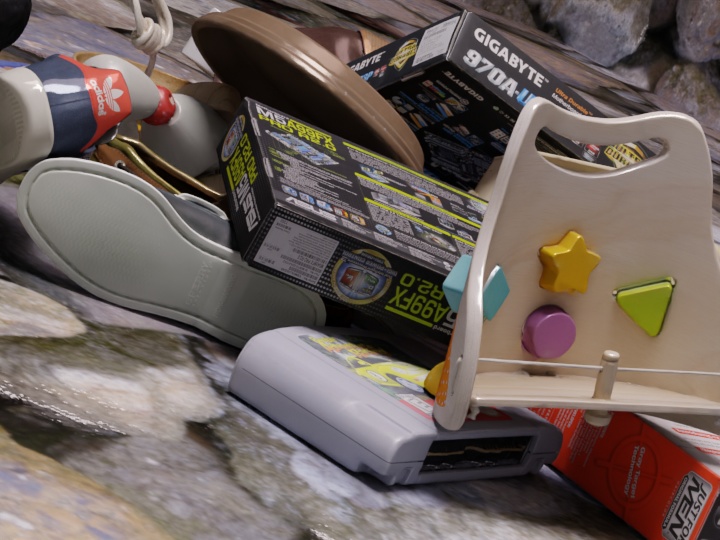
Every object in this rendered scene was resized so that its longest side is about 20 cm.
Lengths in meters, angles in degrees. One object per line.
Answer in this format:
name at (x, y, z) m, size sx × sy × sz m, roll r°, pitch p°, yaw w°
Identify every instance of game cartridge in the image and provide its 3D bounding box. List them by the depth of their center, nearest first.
game cartridge at (0.018, 0.076, 1.307) m, size 0.133 × 0.041 × 0.200 m, roll 26°, pitch 12°, yaw 30°

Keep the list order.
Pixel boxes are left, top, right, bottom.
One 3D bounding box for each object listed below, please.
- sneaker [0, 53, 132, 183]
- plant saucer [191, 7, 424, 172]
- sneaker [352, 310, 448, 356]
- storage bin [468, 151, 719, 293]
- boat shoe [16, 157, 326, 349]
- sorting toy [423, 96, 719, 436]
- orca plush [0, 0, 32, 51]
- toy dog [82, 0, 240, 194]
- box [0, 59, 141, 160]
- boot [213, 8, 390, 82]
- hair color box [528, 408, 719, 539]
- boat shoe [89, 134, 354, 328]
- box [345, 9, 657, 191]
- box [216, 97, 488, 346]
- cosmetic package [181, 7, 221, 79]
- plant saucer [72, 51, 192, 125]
sneaker at (-0.197, -0.092, 1.381) m, size 0.084 × 0.075 × 0.200 m, roll -15°, pitch 9°, yaw -25°
plant saucer at (-0.031, -0.115, 1.565) m, size 0.200 × 0.029 × 0.200 m, roll 37°, pitch -10°, yaw 8°
sneaker at (-0.007, 0.001, 1.484) m, size 0.200 × 0.073 × 0.072 m, roll 28°, pitch 9°, yaw 16°
storage bin at (0.181, 0.014, 1.544) m, size 0.200 × 0.094 × 0.199 m, roll 36°, pitch -7°, yaw -25°
boat shoe at (-0.114, -0.010, 1.343) m, size 0.200 × 0.076 × 0.060 m, roll 33°, pitch 10°, yaw -19°
sorting toy at (0.128, -0.004, 1.277) m, size 0.200 × 0.180 × 0.107 m, roll 5°, pitch 10°, yaw -29°
orca plush at (-0.274, -0.107, 1.304) m, size 0.105 × 0.200 × 0.071 m, roll 71°, pitch 1°, yaw -65°
toy dog at (-0.151, -0.096, 1.556) m, size 0.200 × 0.096 × 0.132 m, roll 51°, pitch 31°, yaw -44°
box at (-0.251, -0.112, 1.584) m, size 0.119 × 0.042 × 0.200 m, roll 29°, pitch 11°, yaw 23°
boot at (-0.038, -0.106, 1.764) m, size 0.166 × 0.072 × 0.200 m, roll 11°, pitch 58°, yaw -8°
hair color box at (0.176, 0.112, 1.388) m, size 0.101 × 0.061 × 0.200 m, roll 14°, pitch 15°, yaw -39°
boat shoe at (-0.088, -0.020, 1.426) m, size 0.200 × 0.068 × 0.072 m, roll 25°, pitch 10°, yaw 2°
box at (0.096, -0.094, 1.623) m, size 0.200 × 0.046 × 0.159 m, roll 34°, pitch -27°, yaw -23°
box at (0.016, -0.021, 1.384) m, size 0.200 × 0.044 × 0.160 m, roll 22°, pitch 21°, yaw -20°
cosmetic package at (-0.048, -0.135, 1.895) m, size 0.200 × 0.052 × 0.151 m, roll 36°, pitch -1°, yaw 2°
plant saucer at (-0.144, -0.119, 1.824) m, size 0.200 × 0.035 × 0.200 m, roll 23°, pitch 12°, yaw -5°
